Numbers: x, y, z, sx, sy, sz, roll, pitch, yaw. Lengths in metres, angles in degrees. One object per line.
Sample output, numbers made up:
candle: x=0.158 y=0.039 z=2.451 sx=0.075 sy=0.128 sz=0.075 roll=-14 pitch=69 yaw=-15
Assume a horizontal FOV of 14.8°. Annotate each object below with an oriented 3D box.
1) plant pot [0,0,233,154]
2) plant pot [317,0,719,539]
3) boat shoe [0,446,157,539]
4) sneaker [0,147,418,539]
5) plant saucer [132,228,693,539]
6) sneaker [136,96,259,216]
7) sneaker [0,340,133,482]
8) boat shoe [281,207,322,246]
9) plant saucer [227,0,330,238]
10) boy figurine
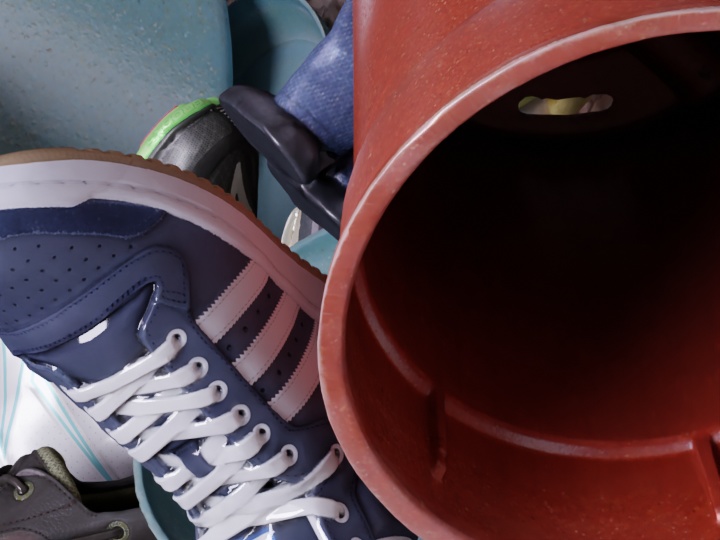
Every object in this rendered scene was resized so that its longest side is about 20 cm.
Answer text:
plant pot: x=-0.167 y=-0.076 z=1.212 sx=0.196 sy=0.195 sz=0.201 roll=15 pitch=81 yaw=62
plant pot: x=0.079 y=-0.043 z=0.823 sx=0.201 sy=0.200 sz=0.196 roll=-55 pitch=25 yaw=29
boat shoe: x=-0.109 y=0.094 z=0.988 sx=0.072 sy=0.199 sz=0.067 roll=-143 pitch=50 yaw=-76
sneaker: x=-0.045 y=0.046 z=0.773 sx=0.070 sy=0.200 sz=0.109 roll=-21 pitch=59 yaw=28
plant saucer: x=0.023 y=0.048 z=0.920 sx=0.199 sy=0.036 sz=0.201 roll=-14 pitch=37 yaw=11
sneaker: x=-0.053 y=0.030 z=1.084 sx=0.083 sy=0.077 sz=0.202 roll=16 pitch=114 yaw=37
sneaker: x=-0.133 y=0.007 z=1.061 sx=0.080 sy=0.070 sz=0.201 roll=-27 pitch=84 yaw=18
boat shoe: x=0.000 y=0.000 z=1.048 sx=0.062 sy=0.071 sz=0.202 roll=-13 pitch=70 yaw=53
plant saucer: x=-0.054 y=-0.022 z=1.198 sx=0.200 sy=0.027 sz=0.201 roll=-38 pitch=44 yaw=48
boy figurine: x=0.044 y=-0.101 z=0.956 sx=0.200 sy=0.124 sz=0.064 roll=-45 pitch=36 yaw=-5
